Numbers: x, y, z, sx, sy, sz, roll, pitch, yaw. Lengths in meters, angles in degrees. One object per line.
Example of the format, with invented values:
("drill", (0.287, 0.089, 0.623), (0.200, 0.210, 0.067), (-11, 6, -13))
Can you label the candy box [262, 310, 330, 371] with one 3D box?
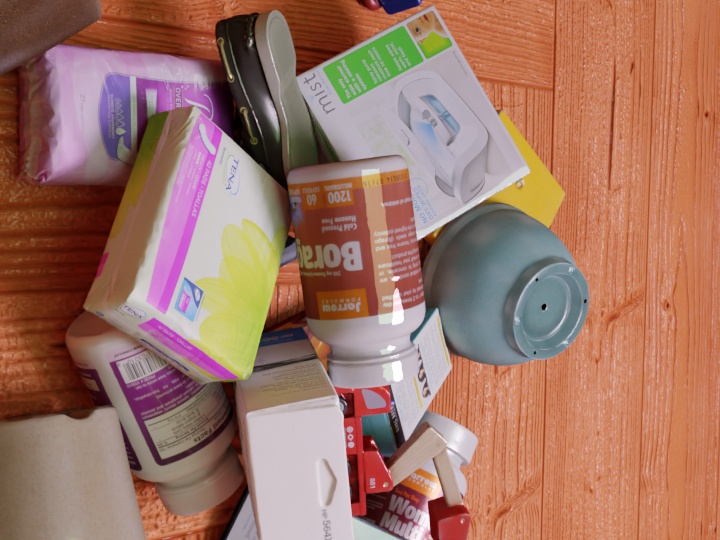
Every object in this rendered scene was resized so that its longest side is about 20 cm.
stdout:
("candy box", (-0.050, 0.149, 1.093), (0.116, 0.056, 0.201), (-25, 108, -39))

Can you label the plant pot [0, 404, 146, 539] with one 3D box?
("plant pot", (-0.260, 0.210, 0.833), (0.200, 0.200, 0.185), (-3, 83, -42))

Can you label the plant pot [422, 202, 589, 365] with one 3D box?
("plant pot", (0.188, 0.030, 1.217), (0.199, 0.134, 0.201), (-11, 111, -30))

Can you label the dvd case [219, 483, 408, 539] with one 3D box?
("dvd case", (-0.053, 0.313, 1.052), (0.199, 0.018, 0.143), (27, 85, -12))

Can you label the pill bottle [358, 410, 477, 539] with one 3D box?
("pill bottle", (0.056, 0.268, 1.161), (0.110, 0.109, 0.201), (40, 67, -37))

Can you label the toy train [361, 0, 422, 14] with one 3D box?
("toy train", (0.014, -0.392, 1.102), (0.200, 0.084, 0.116), (50, 51, -33))

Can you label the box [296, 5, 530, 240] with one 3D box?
("box", (0.041, -0.135, 1.040), (0.176, 0.097, 0.201), (-30, 90, -18))

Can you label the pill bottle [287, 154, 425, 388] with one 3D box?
("pill bottle", (0.000, 0.000, 0.922), (0.112, 0.112, 0.201), (-13, 98, -41))

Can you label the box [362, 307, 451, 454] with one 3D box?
("box", (0.044, 0.120, 1.130), (0.200, 0.049, 0.083), (-45, 124, -59))

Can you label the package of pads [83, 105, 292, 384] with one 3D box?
("package of pads", (-0.136, -0.019, 0.867), (0.154, 0.068, 0.201), (42, 49, -42))

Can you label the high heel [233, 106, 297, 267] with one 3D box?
("high heel", (-0.126, -0.071, 0.994), (0.142, 0.071, 0.201), (-32, 123, -43))

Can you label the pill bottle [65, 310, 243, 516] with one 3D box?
("pill bottle", (-0.181, 0.122, 0.933), (0.112, 0.112, 0.201), (-35, 116, -35))

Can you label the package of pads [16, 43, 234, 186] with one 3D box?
("package of pads", (-0.210, -0.136, 0.914), (0.199, 0.075, 0.121), (-3, 98, -42))

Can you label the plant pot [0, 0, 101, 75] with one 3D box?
("plant pot", (-0.330, -0.201, 0.747), (0.200, 0.187, 0.187), (-44, 122, -14))

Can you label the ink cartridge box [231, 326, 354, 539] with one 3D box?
("ink cartridge box", (-0.068, 0.154, 0.932), (0.084, 0.200, 0.147), (-8, 104, -9))

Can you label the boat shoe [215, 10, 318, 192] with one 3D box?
("boat shoe", (-0.086, -0.143, 0.950), (0.072, 0.060, 0.202), (-62, 146, -56))

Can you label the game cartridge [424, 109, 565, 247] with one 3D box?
("game cartridge", (0.175, -0.074, 1.303), (0.176, 0.032, 0.200), (45, 67, -35))

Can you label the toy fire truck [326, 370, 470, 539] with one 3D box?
("toy fire truck", (0.037, 0.191, 1.021), (0.140, 0.049, 0.201), (-4, 104, -7))
